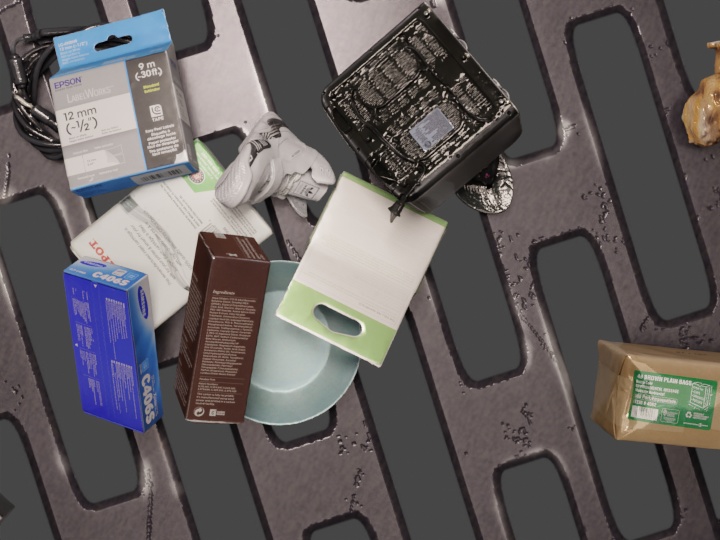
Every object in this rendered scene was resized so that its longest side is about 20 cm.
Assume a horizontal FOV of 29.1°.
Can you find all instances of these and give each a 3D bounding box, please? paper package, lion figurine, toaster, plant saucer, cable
[{"bbox_3d":[0.386,0.148,1.636,0.200,0.191,0.104,7,91,-1],"label":"paper package"},{"bbox_3d":[0.484,-0.227,1.688,0.200,0.072,0.123,-13,99,-5],"label":"lion figurine"},{"bbox_3d":[0.069,-0.178,1.624,0.200,0.119,0.181,-41,74,6],"label":"toaster"},{"bbox_3d":[-0.098,0.087,1.696,0.201,0.039,0.201,0,92,-1],"label":"plant saucer"},{"bbox_3d":[-0.324,-0.215,1.674,0.200,0.051,0.164,-2,92,-2],"label":"cable"}]

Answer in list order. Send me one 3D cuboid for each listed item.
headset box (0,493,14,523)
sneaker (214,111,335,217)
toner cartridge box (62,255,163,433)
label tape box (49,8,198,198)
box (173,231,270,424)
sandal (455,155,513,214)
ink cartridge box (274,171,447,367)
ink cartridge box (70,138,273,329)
[{"bbox_3d":[-0.529,0.300,1.671,0.149,0.075,0.200,42,90,-3],"label":"headset box"},{"bbox_3d":[-0.095,-0.108,1.621,0.115,0.200,0.075,36,118,-9],"label":"sneaker"},{"bbox_3d":[-0.289,0.088,1.626,0.095,0.043,0.200,15,124,24],"label":"toner cartridge box"},{"bbox_3d":[-0.280,-0.198,1.604,0.143,0.066,0.200,-13,85,4],"label":"label tape box"},{"bbox_3d":[-0.161,0.065,1.598,0.075,0.100,0.200,4,108,-17],"label":"box"},{"bbox_3d":[0.128,-0.160,1.689,0.075,0.048,0.201,-23,91,-1],"label":"sandal"},{"bbox_3d":[0.000,0.000,1.668,0.145,0.048,0.200,26,77,-3],"label":"ink cartridge box"},{"bbox_3d":[-0.225,-0.039,1.666,0.200,0.083,0.147,-38,93,-1],"label":"ink cartridge box"}]
